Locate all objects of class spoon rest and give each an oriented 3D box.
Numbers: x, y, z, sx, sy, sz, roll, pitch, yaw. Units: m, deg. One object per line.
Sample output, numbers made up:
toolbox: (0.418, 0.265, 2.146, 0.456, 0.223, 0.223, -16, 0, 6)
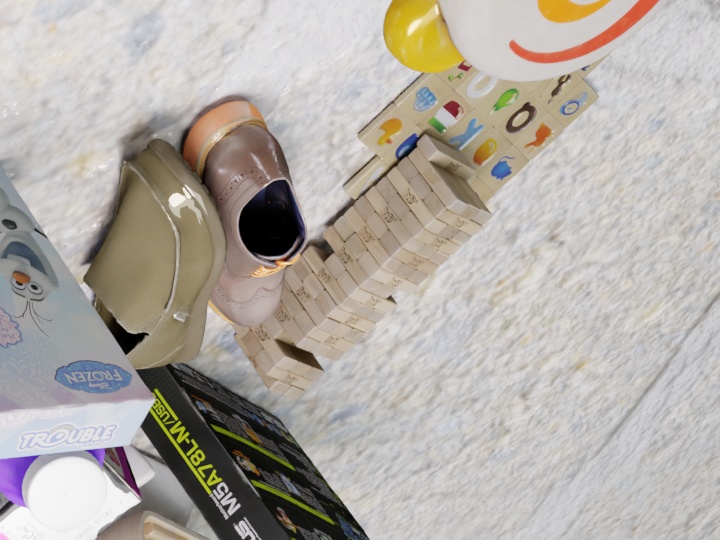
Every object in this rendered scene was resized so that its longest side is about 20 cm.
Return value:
spoon rest: (-0.165, 0.159, 1.809, 0.099, 0.061, 0.200, -29, 160, -12)

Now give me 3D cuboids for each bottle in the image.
bottle: (-0.196, 0.092, 1.543, 0.065, 0.200, 0.084, 40, 93, -28)

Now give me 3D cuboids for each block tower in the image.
block tower: (0.000, 0.000, 1.748, 0.200, 0.058, 0.054, -45, 148, 14)

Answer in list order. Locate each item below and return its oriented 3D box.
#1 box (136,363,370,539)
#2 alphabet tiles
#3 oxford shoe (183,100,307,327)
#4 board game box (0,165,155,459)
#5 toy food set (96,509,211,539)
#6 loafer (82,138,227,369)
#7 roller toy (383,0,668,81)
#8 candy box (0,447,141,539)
box: (-0.063, 0.154, 1.760, 0.048, 0.193, 0.200, -41, 149, 8)
alphabet tiles: (0.082, -0.105, 1.752, 0.200, 0.006, 0.166, -43, 148, 8)
oxford shoe: (-0.071, -0.017, 1.647, 0.071, 0.073, 0.200, -28, 147, -16)
board game box: (-0.242, 0.021, 1.407, 0.200, 0.199, 0.043, -2, 134, -42)
toy food set: (-0.173, 0.233, 1.803, 0.143, 0.060, 0.200, -23, 155, 13)
loafer: (-0.131, 0.001, 1.608, 0.067, 0.076, 0.200, -29, 147, -26)
roller toy: (0.105, -0.208, 1.515, 0.200, 0.140, 0.183, -13, 140, -33)
candy box: (-0.242, 0.161, 1.640, 0.200, 0.136, 0.061, -41, 116, 3)
